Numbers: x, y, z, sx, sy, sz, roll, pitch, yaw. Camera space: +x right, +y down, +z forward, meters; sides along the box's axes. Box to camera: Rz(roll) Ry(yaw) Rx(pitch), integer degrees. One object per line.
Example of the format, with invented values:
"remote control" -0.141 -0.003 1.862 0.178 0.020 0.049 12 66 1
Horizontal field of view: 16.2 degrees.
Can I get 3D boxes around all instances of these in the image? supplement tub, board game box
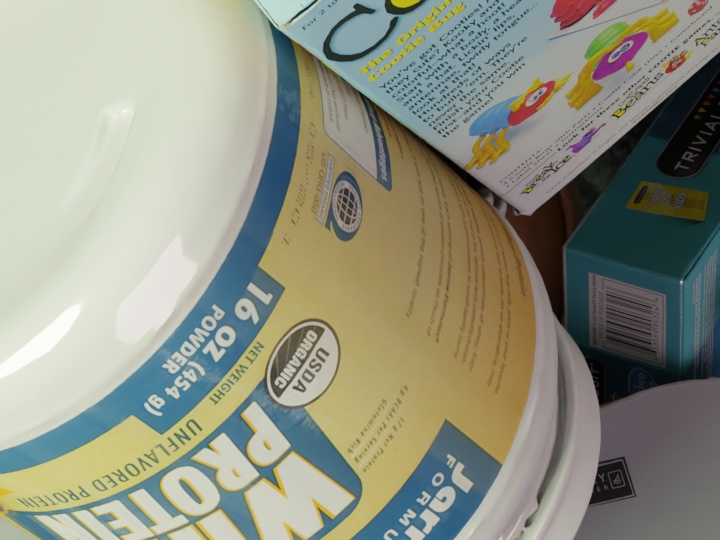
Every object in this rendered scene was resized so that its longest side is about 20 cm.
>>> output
"supplement tub" -0.037 0.014 0.663 0.145 0.145 0.200 -51 135 0
"board game box" 0.138 -0.005 0.951 0.200 0.047 0.152 -52 149 -41
"board game box" 0.023 -0.102 0.633 0.105 0.103 0.200 -40 160 7

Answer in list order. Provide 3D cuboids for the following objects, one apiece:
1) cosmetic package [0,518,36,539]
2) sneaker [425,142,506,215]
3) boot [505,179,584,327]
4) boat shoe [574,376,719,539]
"cosmetic package" -0.125 0.171 0.759 0.167 0.167 0.200 -7 140 -41
"sneaker" 0.000 0.000 0.803 0.075 0.087 0.201 29 75 -21
"boot" -0.014 0.038 0.877 0.154 0.074 0.201 12 108 -44
"boat shoe" 0.077 0.077 0.841 0.199 0.069 0.057 -1 162 -30
